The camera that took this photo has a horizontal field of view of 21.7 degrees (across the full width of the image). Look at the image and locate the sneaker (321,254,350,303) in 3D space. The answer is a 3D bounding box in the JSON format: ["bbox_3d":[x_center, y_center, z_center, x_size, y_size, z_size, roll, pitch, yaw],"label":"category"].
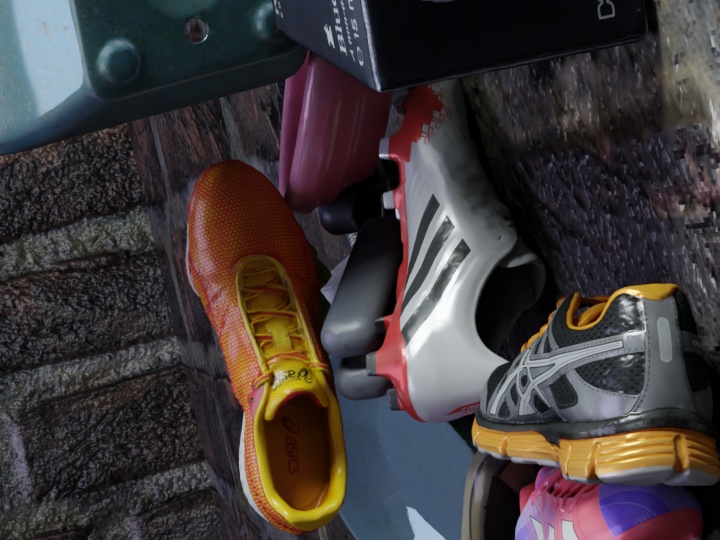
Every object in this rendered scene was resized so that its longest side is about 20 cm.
[{"bbox_3d":[0.037,0.030,1.130,0.082,0.077,0.200,51,176,-15],"label":"sneaker"}]

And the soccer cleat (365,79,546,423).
[{"bbox_3d":[0.054,-0.016,0.955,0.069,0.084,0.201,57,-147,-53],"label":"soccer cleat"}]

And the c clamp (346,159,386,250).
[{"bbox_3d":[-0.008,-0.066,1.311,0.172,0.027,0.201,96,160,-46],"label":"c clamp"}]

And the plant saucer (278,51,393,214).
[{"bbox_3d":[-0.009,-0.130,1.039,0.201,0.050,0.202,-174,90,-83],"label":"plant saucer"}]

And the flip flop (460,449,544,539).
[{"bbox_3d":[0.067,0.156,1.012,0.057,0.081,0.201,38,140,39],"label":"flip flop"}]

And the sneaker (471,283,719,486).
[{"bbox_3d":[0.100,0.046,0.792,0.200,0.078,0.078,175,95,-75],"label":"sneaker"}]

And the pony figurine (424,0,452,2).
[{"bbox_3d":[0.076,-0.173,0.495,0.200,0.165,0.195,-82,-11,-78],"label":"pony figurine"}]

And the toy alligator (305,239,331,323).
[{"bbox_3d":[-0.036,0.025,1.105,0.054,0.059,0.200,39,173,20],"label":"toy alligator"}]

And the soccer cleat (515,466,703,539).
[{"bbox_3d":[0.103,0.115,0.853,0.200,0.066,0.077,100,152,-72],"label":"soccer cleat"}]

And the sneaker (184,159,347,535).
[{"bbox_3d":[-0.041,0.037,0.987,0.077,0.072,0.202,161,94,-72],"label":"sneaker"}]

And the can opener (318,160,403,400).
[{"bbox_3d":[0.000,0.000,1.037,0.200,0.066,0.054,-70,-33,-56],"label":"can opener"}]

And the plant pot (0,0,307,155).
[{"bbox_3d":[-0.125,-0.163,0.943,0.200,0.195,0.198,22,126,58],"label":"plant pot"}]

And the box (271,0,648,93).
[{"bbox_3d":[0.020,-0.192,0.775,0.200,0.116,0.198,-134,32,-71],"label":"box"}]

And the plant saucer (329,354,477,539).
[{"bbox_3d":[0.042,0.128,1.126,0.201,0.039,0.202,37,146,31],"label":"plant saucer"}]
